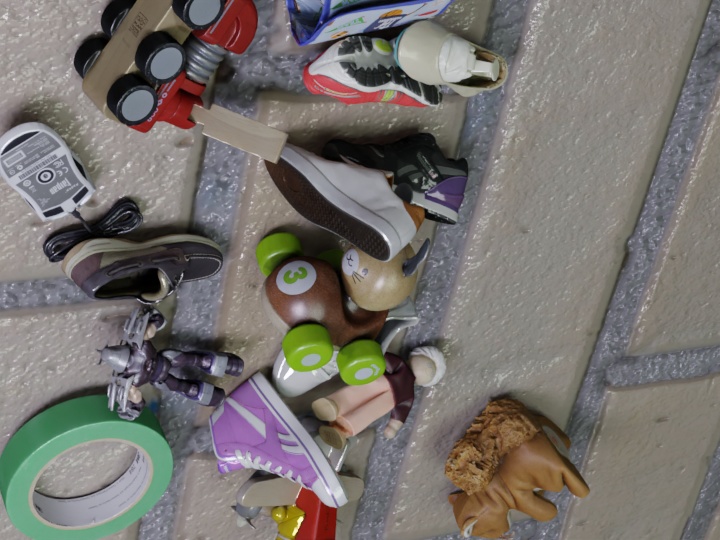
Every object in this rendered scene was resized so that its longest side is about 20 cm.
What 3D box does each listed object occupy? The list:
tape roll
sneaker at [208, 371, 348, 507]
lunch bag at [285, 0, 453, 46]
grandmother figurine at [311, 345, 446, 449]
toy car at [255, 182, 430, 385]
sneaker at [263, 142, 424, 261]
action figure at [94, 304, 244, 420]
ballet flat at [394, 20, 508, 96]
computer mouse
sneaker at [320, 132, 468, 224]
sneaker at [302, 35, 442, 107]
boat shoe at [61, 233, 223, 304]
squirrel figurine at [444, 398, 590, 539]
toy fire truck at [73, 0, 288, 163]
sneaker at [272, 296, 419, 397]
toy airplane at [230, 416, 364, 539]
[{"bbox_3d":[-0.320,0.235,1.699,0.200,0.048,0.201,-17,135,-17],"label":"tape roll"},{"bbox_3d":[-0.105,0.229,1.742,0.114,0.201,0.073,-38,151,-8],"label":"sneaker"},{"bbox_3d":[0.017,-0.320,1.474,0.170,0.124,0.200,-16,145,-22],"label":"lunch bag"},{"bbox_3d":[0.032,0.154,1.834,0.200,0.060,0.122,-30,124,-35],"label":"grandmother figurine"},{"bbox_3d":[0.000,0.000,1.624,0.158,0.165,0.200,18,131,-39],"label":"toy car"},{"bbox_3d":[-0.016,-0.088,1.586,0.085,0.200,0.073,-41,155,-29],"label":"sneaker"},{"bbox_3d":[-0.228,0.112,1.653,0.200,0.069,0.130,20,92,-50],"label":"action figure"},{"bbox_3d":[0.107,-0.229,1.584,0.070,0.069,0.200,-57,157,15],"label":"ballet flat"},{"bbox_3d":[-0.310,-0.089,1.491,0.109,0.044,0.200,-30,139,-3],"label":"computer mouse"},{"bbox_3d":[0.041,-0.127,1.675,0.200,0.076,0.088,23,84,-37],"label":"sneaker"},{"bbox_3d":[0.013,-0.213,1.587,0.085,0.077,0.200,-17,166,38],"label":"sneaker"},{"bbox_3d":[-0.226,0.004,1.568,0.200,0.065,0.072,0,140,-47],"label":"boat shoe"},{"bbox_3d":[0.189,0.283,2.029,0.187,0.142,0.200,-40,120,14],"label":"squirrel figurine"},{"bbox_3d":[-0.153,-0.203,1.461,0.176,0.129,0.200,-53,144,11],"label":"toy fire truck"},{"bbox_3d":[-0.018,0.095,1.771,0.200,0.089,0.075,-39,135,-1],"label":"sneaker"},{"bbox_3d":[-0.077,0.285,1.858,0.199,0.141,0.200,-55,133,-38],"label":"toy airplane"}]
